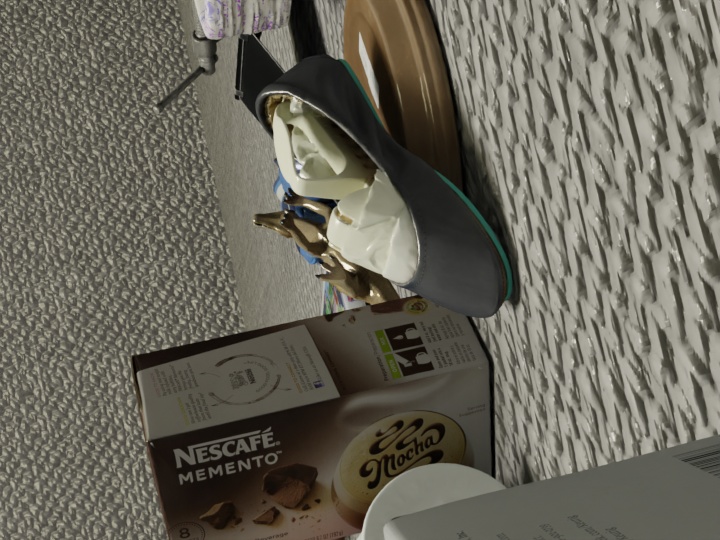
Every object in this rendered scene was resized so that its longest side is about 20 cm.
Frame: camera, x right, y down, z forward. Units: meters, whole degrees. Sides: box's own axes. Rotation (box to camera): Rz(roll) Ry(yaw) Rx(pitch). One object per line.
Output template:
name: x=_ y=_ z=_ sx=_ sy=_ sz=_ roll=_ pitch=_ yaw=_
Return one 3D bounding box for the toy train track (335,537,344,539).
toy train track: x=-0.004 y=0.220 z=0.902 sx=0.032 sy=0.199 sz=0.116 roll=-4 pitch=73 yaw=47

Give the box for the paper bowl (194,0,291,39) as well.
paper bowl: x=-0.082 y=-0.278 z=1.001 sx=0.201 sy=0.103 sz=0.203 roll=168 pitch=90 yaw=-82

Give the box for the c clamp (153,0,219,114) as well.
c clamp: x=-0.124 y=-0.255 z=1.171 sx=0.171 sy=0.027 sz=0.201 roll=-50 pitch=-24 yaw=-38

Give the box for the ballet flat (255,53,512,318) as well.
ballet flat: x=0.001 y=-0.041 z=0.731 sx=0.201 sy=0.072 sz=0.073 roll=54 pitch=158 yaw=34

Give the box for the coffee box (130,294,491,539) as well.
coffee box: x=-0.027 y=0.095 z=0.810 sx=0.080 sy=0.197 sz=0.114 roll=-114 pitch=15 yaw=-52

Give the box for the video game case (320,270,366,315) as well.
video game case: x=-0.004 y=0.091 z=1.239 sx=0.200 sy=0.023 sz=0.184 roll=98 pitch=159 yaw=-67

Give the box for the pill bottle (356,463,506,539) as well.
pill bottle: x=0.043 y=0.198 z=0.786 sx=0.201 sy=0.108 sz=0.110 roll=90 pitch=165 yaw=-54

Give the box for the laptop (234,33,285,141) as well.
laptop: x=-0.049 y=-0.191 z=1.212 sx=0.187 sy=0.115 sz=0.202 roll=122 pitch=164 yaw=-77

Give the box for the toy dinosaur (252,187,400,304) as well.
toy dinosaur: x=0.000 y=0.000 z=0.931 sx=0.200 sy=0.058 sz=0.101 roll=44 pitch=173 yaw=24

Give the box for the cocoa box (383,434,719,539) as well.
cocoa box: x=0.093 y=0.123 z=0.292 sx=0.200 sy=0.132 sz=0.133 roll=-165 pitch=64 yaw=-80

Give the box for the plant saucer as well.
plant saucer: x=0.022 y=-0.089 z=0.828 sx=0.200 sy=0.029 sz=0.203 roll=169 pitch=90 yaw=-82

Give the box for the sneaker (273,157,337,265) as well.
sneaker: x=-0.022 y=-0.052 z=1.029 sx=0.200 sy=0.073 sz=0.083 roll=107 pitch=145 yaw=-82
